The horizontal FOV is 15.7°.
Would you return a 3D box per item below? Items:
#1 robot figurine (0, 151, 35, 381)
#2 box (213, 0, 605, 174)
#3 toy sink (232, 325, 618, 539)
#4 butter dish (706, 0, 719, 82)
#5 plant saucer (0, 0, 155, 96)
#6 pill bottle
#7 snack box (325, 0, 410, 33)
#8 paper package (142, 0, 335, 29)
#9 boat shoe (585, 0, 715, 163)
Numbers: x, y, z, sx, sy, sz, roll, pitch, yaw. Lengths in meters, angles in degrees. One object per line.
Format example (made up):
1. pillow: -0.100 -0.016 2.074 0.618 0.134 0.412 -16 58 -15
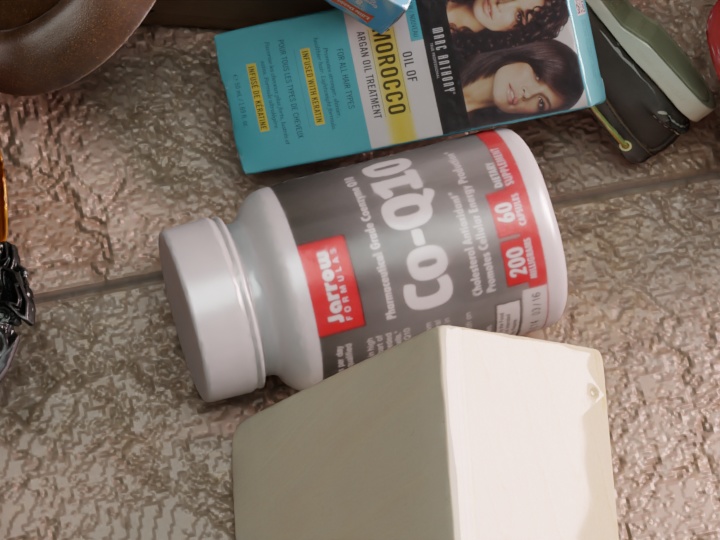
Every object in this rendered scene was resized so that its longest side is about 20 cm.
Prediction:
1. robot figurine: -0.247 -0.014 1.394 0.145 0.058 0.200 -2 71 -6
2. box: 0.027 -0.111 1.429 0.200 0.049 0.082 -11 95 16
3. toy sink: 0.033 0.123 1.356 0.112 0.200 0.130 10 66 -33
4. butter dish: 0.265 -0.099 1.454 0.199 0.148 0.200 -7 65 -54
5. plant saucer: -0.171 -0.195 1.433 0.032 0.200 0.200 21 62 -45
6. pill bottle: 0.000 0.000 1.406 0.200 0.114 0.114 -15 73 -10
7. snack box: -0.045 -0.224 1.381 0.200 0.037 0.116 30 61 -11
8. paper package: -0.045 -0.245 1.492 0.191 0.103 0.200 3 70 -4
9. boat shoe: 0.114 -0.150 1.477 0.061 0.072 0.201 -41 88 22
